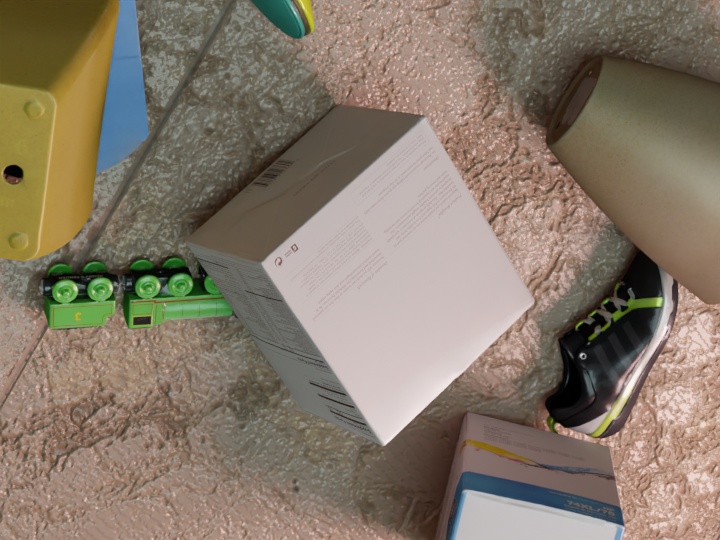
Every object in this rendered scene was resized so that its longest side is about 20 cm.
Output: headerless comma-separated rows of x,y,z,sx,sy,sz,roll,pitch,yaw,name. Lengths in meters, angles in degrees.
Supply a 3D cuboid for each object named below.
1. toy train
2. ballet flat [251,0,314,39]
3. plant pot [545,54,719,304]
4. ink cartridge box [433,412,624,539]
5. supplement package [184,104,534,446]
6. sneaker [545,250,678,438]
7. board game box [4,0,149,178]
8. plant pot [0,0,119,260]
-0.177,0.021,1.659,0.199,0.042,0.057,-3,119,-17,toy train
-0.093,-0.278,1.569,0.200,0.067,0.067,44,71,-24,ballet flat
0.271,-0.101,1.694,0.200,0.187,0.188,30,98,-10,plant pot
0.145,0.241,1.732,0.145,0.200,0.147,13,106,0,ink cartridge box
0.000,0.000,1.624,0.191,0.147,0.200,-42,116,-19,supplement package
0.228,0.067,1.785,0.082,0.072,0.201,14,104,-20,sneaker
-0.256,-0.172,1.564,0.157,0.039,0.201,-5,113,-2,board game box
-0.299,-0.109,1.469,0.199,0.177,0.201,8,113,-8,plant pot
